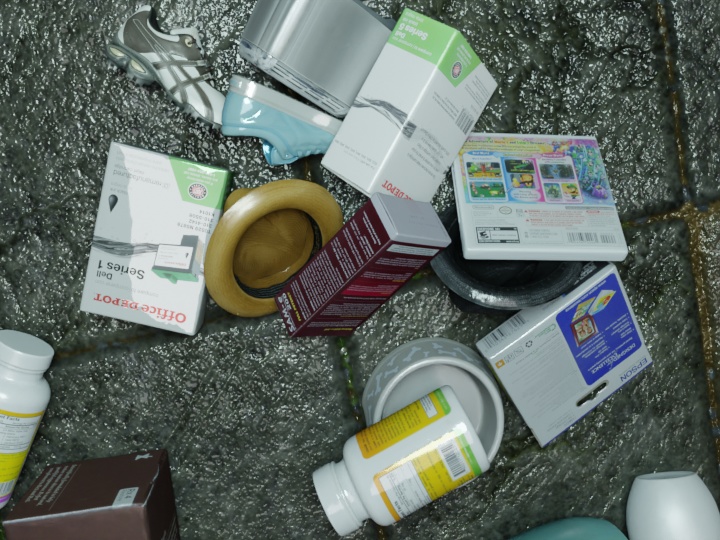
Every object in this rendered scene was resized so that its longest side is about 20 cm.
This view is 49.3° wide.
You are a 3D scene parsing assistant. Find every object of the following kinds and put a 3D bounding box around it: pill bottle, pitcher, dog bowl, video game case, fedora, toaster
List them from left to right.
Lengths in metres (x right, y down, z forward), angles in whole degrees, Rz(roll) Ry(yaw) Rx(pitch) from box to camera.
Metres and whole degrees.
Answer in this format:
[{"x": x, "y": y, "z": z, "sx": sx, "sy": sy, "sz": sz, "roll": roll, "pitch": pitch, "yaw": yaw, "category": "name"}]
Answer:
[{"x": -0.442, "y": 0.180, "z": 0.949, "sx": 0.102, "sy": 0.104, "sz": 0.204, "roll": 23, "pitch": 95, "yaw": -8, "category": "pill bottle"}, {"x": -0.113, "y": -0.039, "z": 0.939, "sx": 0.197, "sy": 0.082, "sz": 0.204, "roll": -26, "pitch": 140, "yaw": -23, "category": "fedora"}, {"x": -0.052, "y": -0.269, "z": 0.900, "sx": 0.198, "sy": 0.113, "sz": 0.131, "roll": 25, "pitch": 100, "yaw": -38, "category": "toaster"}, {"x": 0.046, "y": 0.233, "z": 0.942, "sx": 0.197, "sy": 0.111, "sz": 0.113, "roll": -28, "pitch": 100, "yaw": 0, "category": "pill bottle"}, {"x": 0.098, "y": 0.194, "z": 1.027, "sx": 0.194, "sy": 0.059, "sz": 0.206, "roll": -1, "pitch": 98, "yaw": -5, "category": "dog bowl"}, {"x": 0.173, "y": -0.004, "z": 0.970, "sx": 0.195, "sy": 0.204, "sz": 0.093, "roll": 0, "pitch": 138, "yaw": -5, "category": "fedora"}, {"x": 0.212, "y": -0.093, "z": 0.959, "sx": 0.194, "sy": 0.024, "sz": 0.186, "roll": 1, "pitch": 56, "yaw": -5, "category": "video game case"}, {"x": 0.430, "y": 0.378, "z": 1.059, "sx": 0.119, "sy": 0.171, "sz": 0.206, "roll": -11, "pitch": 80, "yaw": 25, "category": "pitcher"}]

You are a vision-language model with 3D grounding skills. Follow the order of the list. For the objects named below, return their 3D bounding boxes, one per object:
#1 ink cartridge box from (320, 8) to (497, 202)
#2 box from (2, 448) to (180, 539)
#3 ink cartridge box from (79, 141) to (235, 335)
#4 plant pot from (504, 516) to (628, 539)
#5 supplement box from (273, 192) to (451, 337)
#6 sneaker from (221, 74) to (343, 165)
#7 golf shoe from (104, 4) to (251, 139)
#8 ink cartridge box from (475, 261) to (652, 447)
[{"x": 0.060, "y": -0.173, "z": 0.921, "sx": 0.083, "sy": 0.145, "sz": 0.203, "roll": 33, "pitch": 94, "yaw": 29, "category": "ink cartridge box"}, {"x": -0.312, "y": 0.353, "z": 0.954, "sx": 0.160, "sy": 0.166, "sz": 0.206, "roll": -7, "pitch": 98, "yaw": -4, "category": "box"}, {"x": -0.244, "y": -0.038, "z": 0.948, "sx": 0.142, "sy": 0.084, "sz": 0.205, "roll": 12, "pitch": 96, "yaw": -7, "category": "ink cartridge box"}, {"x": 0.280, "y": 0.417, "z": 1.011, "sx": 0.158, "sy": 0.200, "sz": 0.205, "roll": -23, "pitch": 100, "yaw": -11, "category": "plant pot"}, {"x": 0.000, "y": 0.000, "z": 0.921, "sx": 0.200, "sy": 0.108, "sz": 0.062, "roll": -44, "pitch": 61, "yaw": 30, "category": "supplement box"}, {"x": -0.079, "y": -0.160, "z": 0.940, "sx": 0.196, "sy": 0.074, "sz": 0.084, "roll": 19, "pitch": 101, "yaw": -28, "category": "sneaker"}, {"x": -0.201, "y": -0.234, "z": 0.930, "sx": 0.198, "sy": 0.078, "sz": 0.096, "roll": 33, "pitch": 93, "yaw": -10, "category": "golf shoe"}, {"x": 0.271, "y": 0.108, "z": 1.025, "sx": 0.196, "sy": 0.047, "sz": 0.201, "roll": -36, "pitch": 128, "yaw": -1, "category": "ink cartridge box"}]
